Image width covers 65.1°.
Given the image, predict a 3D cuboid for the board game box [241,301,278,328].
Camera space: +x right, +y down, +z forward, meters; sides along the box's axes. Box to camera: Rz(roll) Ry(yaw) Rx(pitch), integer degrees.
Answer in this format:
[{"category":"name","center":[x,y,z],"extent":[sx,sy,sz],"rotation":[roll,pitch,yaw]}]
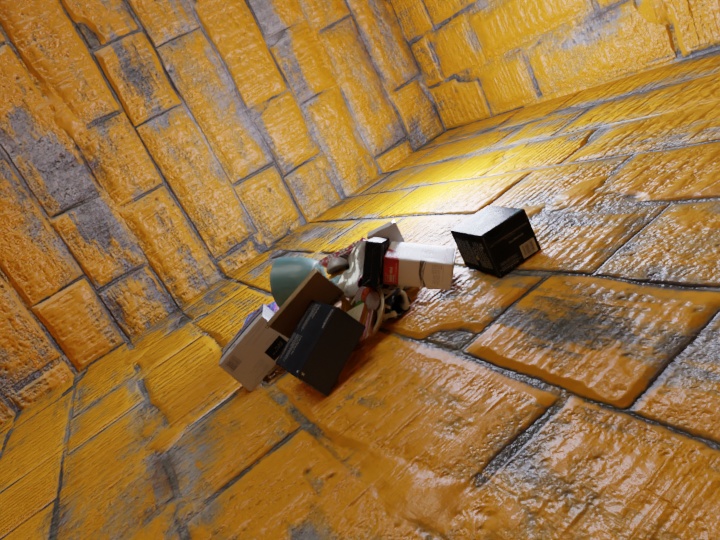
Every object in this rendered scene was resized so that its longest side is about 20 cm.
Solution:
[{"category":"board game box","center":[-0.385,0.199,2.167],"extent":[0.132,0.045,0.201],"rotation":[-27,16,10]}]

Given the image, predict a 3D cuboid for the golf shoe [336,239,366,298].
[{"category":"golf shoe","center":[0.000,0.000,1.721],"extent":[0.090,0.076,0.203],"rotation":[11,65,26]}]

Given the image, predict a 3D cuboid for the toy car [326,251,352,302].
[{"category":"toy car","center":[-0.009,0.037,1.859],"extent":[0.197,0.179,0.149],"rotation":[-22,-19,24]}]

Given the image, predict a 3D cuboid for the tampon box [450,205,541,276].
[{"category":"tampon box","center":[0.370,-0.086,1.569],"extent":[0.148,0.128,0.200],"rotation":[-31,15,-9]}]

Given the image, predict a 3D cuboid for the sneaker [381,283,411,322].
[{"category":"sneaker","center":[0.111,0.073,1.626],"extent":[0.128,0.081,0.199],"rotation":[-11,25,45]}]

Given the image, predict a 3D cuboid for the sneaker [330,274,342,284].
[{"category":"sneaker","center":[-0.120,0.072,1.784],"extent":[0.198,0.075,0.081],"rotation":[-33,-23,24]}]

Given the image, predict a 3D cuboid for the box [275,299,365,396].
[{"category":"box","center":[-0.107,0.195,1.466],"extent":[0.203,0.103,0.181],"rotation":[-60,23,-10]}]

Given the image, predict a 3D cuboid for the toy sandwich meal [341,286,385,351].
[{"category":"toy sandwich meal","center":[-0.010,0.126,1.567],"extent":[0.204,0.069,0.208],"rotation":[-39,37,36]}]

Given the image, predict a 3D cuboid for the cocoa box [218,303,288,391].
[{"category":"cocoa box","center":[-0.310,0.228,1.697],"extent":[0.201,0.133,0.131],"rotation":[-48,15,4]}]

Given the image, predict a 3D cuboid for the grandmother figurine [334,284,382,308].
[{"category":"grandmother figurine","center":[0.005,0.087,1.734],"extent":[0.197,0.123,0.061],"rotation":[-27,-11,9]}]

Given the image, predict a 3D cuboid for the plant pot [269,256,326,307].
[{"category":"plant pot","center":[-0.219,0.043,2.105],"extent":[0.157,0.205,0.201],"rotation":[-8,23,21]}]

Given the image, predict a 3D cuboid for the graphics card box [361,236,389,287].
[{"category":"graphics card box","center":[0.045,-0.027,1.619],"extent":[0.050,0.129,0.200],"rotation":[7,8,7]}]

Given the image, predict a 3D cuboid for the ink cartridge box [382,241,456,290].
[{"category":"ink cartridge box","center":[0.172,-0.015,1.625],"extent":[0.195,0.085,0.147],"rotation":[6,22,12]}]

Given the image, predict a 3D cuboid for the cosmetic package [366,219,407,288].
[{"category":"cosmetic package","center":[0.105,-0.043,1.757],"extent":[0.100,0.203,0.071],"rotation":[-24,12,8]}]

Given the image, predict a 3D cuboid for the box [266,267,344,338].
[{"category":"box","center":[-0.149,0.103,1.569],"extent":[0.201,0.163,0.021],"rotation":[-48,54,0]}]

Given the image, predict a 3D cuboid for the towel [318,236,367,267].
[{"category":"towel","center":[-0.027,-0.046,1.920],"extent":[0.197,0.031,0.145],"rotation":[-24,-27,27]}]
